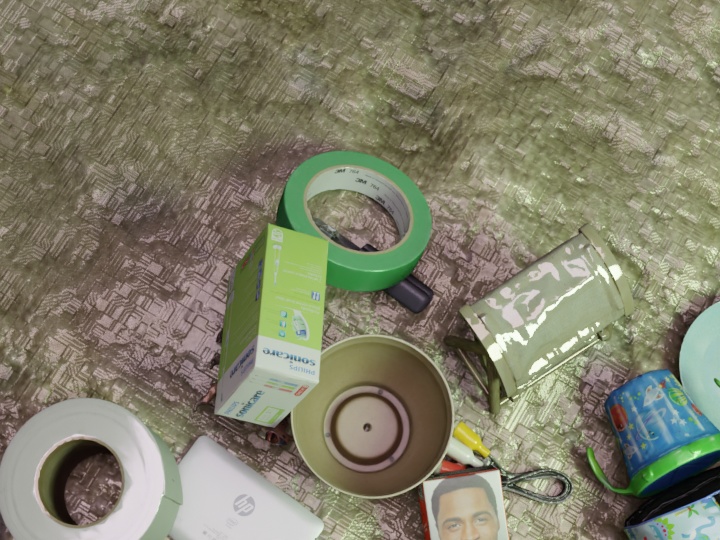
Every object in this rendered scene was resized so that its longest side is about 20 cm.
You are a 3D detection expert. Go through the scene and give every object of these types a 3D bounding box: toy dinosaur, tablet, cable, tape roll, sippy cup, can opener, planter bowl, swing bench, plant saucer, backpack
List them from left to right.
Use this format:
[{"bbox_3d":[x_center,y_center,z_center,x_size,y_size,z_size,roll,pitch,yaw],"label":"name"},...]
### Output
[{"bbox_3d":[-0.329,0.266,1.628,0.202,0.139,0.203,-1,75,2],"label":"tape roll"},{"bbox_3d":[-0.161,0.317,1.696,0.200,0.014,0.130,35,77,5],"label":"tablet"},{"bbox_3d":[-0.129,0.135,1.712,0.135,0.086,0.200,19,60,-8],"label":"toy dinosaur"},{"bbox_3d":[-0.008,-0.067,1.740,0.200,0.048,0.201,10,52,-13],"label":"tape roll"},{"bbox_3d":[0.000,0.000,1.773,0.200,0.053,0.067,36,109,6],"label":"can opener"},{"bbox_3d":[0.011,0.190,1.674,0.200,0.135,0.201,1,77,-3],"label":"planter bowl"},{"bbox_3d":[0.173,0.266,1.706,0.200,0.050,0.097,23,77,4],"label":"cable"},{"bbox_3d":[0.227,0.066,1.682,0.199,0.200,0.130,-33,80,-10],"label":"swing bench"},{"bbox_3d":[0.382,0.202,1.699,0.178,0.140,0.130,-17,67,-19],"label":"sippy cup"},{"bbox_3d":[0.440,0.323,1.639,0.200,0.183,0.147,-23,77,-3],"label":"backpack"},{"bbox_3d":[0.517,0.134,1.763,0.201,0.039,0.201,1,77,-3],"label":"plant saucer"}]

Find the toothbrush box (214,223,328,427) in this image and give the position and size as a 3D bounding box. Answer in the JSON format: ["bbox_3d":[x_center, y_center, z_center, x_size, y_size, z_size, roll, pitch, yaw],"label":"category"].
[{"bbox_3d":[-0.109,0.068,1.622,0.086,0.146,0.200,17,55,-19],"label":"toothbrush box"}]

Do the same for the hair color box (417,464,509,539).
[{"bbox_3d":[0.135,0.352,1.659,0.101,0.061,0.200,-9,88,-5],"label":"hair color box"}]
